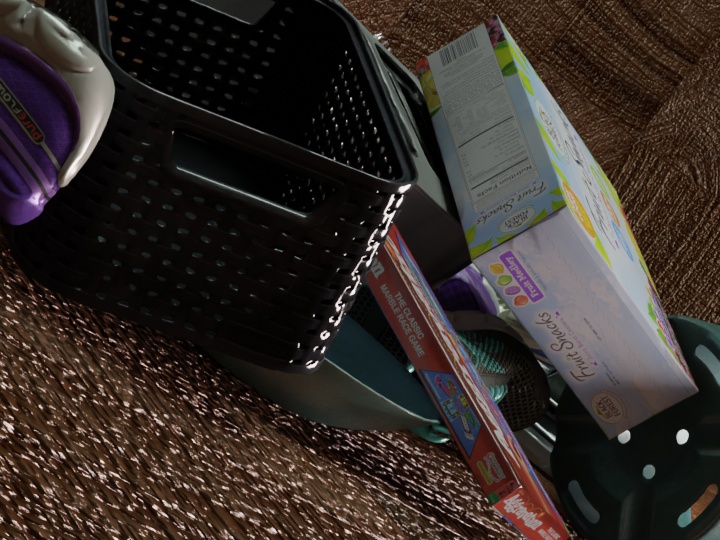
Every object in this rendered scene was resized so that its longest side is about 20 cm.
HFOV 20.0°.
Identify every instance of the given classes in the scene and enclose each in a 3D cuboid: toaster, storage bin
[{"bbox_3d":[-0.028,-0.067,1.177,0.181,0.118,0.201,37,26,-55],"label":"toaster"},{"bbox_3d":[-0.067,-0.059,0.849,0.134,0.094,0.200,20,24,-20],"label":"storage bin"}]

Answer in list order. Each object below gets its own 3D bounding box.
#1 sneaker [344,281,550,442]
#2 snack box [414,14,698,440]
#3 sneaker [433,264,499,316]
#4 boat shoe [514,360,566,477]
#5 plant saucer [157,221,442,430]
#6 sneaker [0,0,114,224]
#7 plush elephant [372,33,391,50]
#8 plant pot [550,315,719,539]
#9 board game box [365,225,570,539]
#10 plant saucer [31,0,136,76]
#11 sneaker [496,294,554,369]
[{"bbox_3d":[0.044,0.064,1.121,0.199,0.078,0.091,23,24,-44],"label":"sneaker"},{"bbox_3d":[0.112,-0.028,1.202,0.169,0.067,0.201,51,15,-35],"label":"snack box"},{"bbox_3d":[0.000,0.000,1.319,0.199,0.081,0.089,33,12,-5],"label":"sneaker"},{"bbox_3d":[0.125,0.088,1.393,0.200,0.071,0.072,39,5,4],"label":"boat shoe"},{"bbox_3d":[-0.050,0.021,0.955,0.200,0.039,0.201,38,6,-4],"label":"plant saucer"},{"bbox_3d":[-0.186,-0.078,0.708,0.199,0.084,0.081,24,-13,8],"label":"sneaker"},{"bbox_3d":[-0.048,-0.106,1.585,0.199,0.165,0.156,-4,72,-33],"label":"plush elephant"},{"bbox_3d":[0.233,0.121,1.278,0.195,0.201,0.200,22,15,-45],"label":"plant pot"},{"bbox_3d":[0.037,0.039,1.002,0.201,0.019,0.103,61,8,26],"label":"board game box"},{"bbox_3d":[-0.171,-0.117,1.333,0.200,0.037,0.200,38,6,-4],"label":"plant saucer"},{"bbox_3d":[0.082,0.045,1.524,0.198,0.086,0.077,18,30,3],"label":"sneaker"}]
